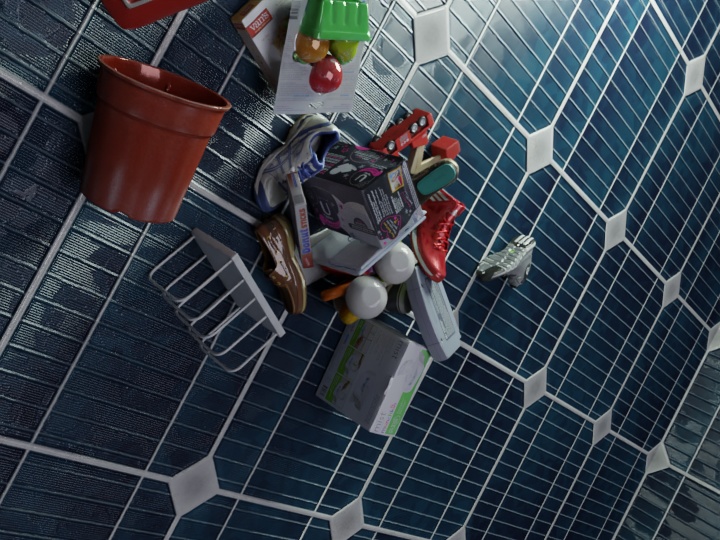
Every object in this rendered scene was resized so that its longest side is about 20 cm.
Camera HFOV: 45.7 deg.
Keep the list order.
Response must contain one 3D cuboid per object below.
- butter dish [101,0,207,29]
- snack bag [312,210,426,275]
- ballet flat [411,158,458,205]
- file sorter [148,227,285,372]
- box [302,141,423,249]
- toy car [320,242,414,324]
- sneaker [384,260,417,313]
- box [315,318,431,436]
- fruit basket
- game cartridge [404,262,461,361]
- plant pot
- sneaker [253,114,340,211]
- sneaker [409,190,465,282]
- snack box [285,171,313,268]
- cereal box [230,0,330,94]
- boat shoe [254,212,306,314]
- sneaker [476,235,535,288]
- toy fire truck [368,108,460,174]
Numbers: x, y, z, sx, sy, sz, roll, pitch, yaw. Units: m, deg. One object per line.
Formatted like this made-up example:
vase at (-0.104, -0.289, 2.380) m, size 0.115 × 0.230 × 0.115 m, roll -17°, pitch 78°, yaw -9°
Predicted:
butter dish at (-0.291, -0.474, 1.191) m, size 0.198 × 0.149 × 0.201 m, roll -18°, pitch 133°, yaw 11°
snack bag at (0.002, -0.066, 1.617) m, size 0.188 × 0.199 × 0.022 m, roll -41°, pitch 121°, yaw -24°
ballet flat at (0.113, -0.166, 1.751) m, size 0.199 × 0.075 × 0.068 m, roll -31°, pitch 103°, yaw 11°
file sorter at (-0.249, 0.057, 1.471) m, size 0.124 × 0.138 × 0.201 m, roll -42°, pitch 133°, yaw -18°
box at (-0.002, -0.139, 1.568) m, size 0.114 × 0.199 × 0.133 m, roll -37°, pitch 126°, yaw -24°
toy car at (0.000, 0.000, 1.693) m, size 0.150 × 0.175 × 0.200 m, roll 42°, pitch 76°, yaw -8°
sneaker at (0.092, 0.011, 1.831) m, size 0.201 × 0.079 × 0.079 m, roll -59°, pitch 140°, yaw -44°
box at (0.027, 0.213, 1.778) m, size 0.096 × 0.176 × 0.202 m, roll 23°, pitch 91°, yaw -49°
fruit basket at (-0.066, -0.366, 1.448) m, size 0.184 × 0.094 × 0.202 m, roll -13°, pitch 130°, yaw -43°
game cartridge at (0.148, 0.080, 1.765) m, size 0.133 × 0.041 × 0.202 m, roll -27°, pitch 98°, yaw -60°
plant pot at (-0.318, -0.188, 1.266) m, size 0.200 × 0.200 × 0.197 m, roll 7°, pitch 112°, yaw -45°
sneaker at (-0.114, -0.189, 1.524) m, size 0.075 × 0.088 × 0.201 m, roll 36°, pitch 84°, yaw -48°
sneaker at (0.163, -0.083, 1.747) m, size 0.115 × 0.202 × 0.078 m, roll -29°, pitch 153°, yaw 27°
snack box at (-0.109, -0.086, 1.535) m, size 0.024 × 0.072 × 0.201 m, roll -14°, pitch 149°, yaw -7°
cereal box at (-0.118, -0.392, 1.461) m, size 0.144 × 0.039 × 0.201 m, roll -50°, pitch 135°, yaw -17°
boat shoe at (-0.152, -0.005, 1.589) m, size 0.067 × 0.072 × 0.202 m, roll -25°, pitch 118°, yaw -27°
sneaker at (0.360, 0.007, 2.082) m, size 0.199 × 0.075 × 0.116 m, roll -32°, pitch 130°, yaw -31°
toy fire truck at (0.111, -0.248, 1.742) m, size 0.200 × 0.049 × 0.142 m, roll -40°, pitch 133°, yaw -23°
